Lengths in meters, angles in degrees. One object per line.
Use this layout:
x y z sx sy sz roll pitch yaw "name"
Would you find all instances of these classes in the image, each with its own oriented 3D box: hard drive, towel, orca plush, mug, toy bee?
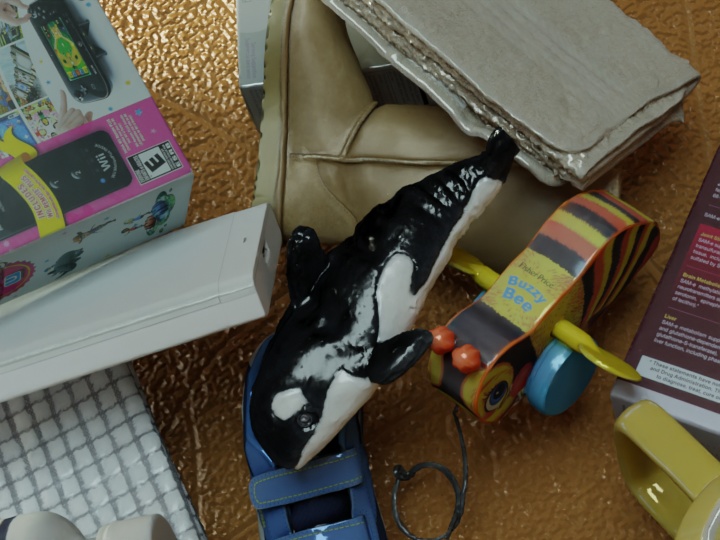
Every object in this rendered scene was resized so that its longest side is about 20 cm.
-0.141 0.023 1.316 0.198 0.026 0.132 -17 18 7 "hard drive"
0.077 -0.130 1.364 0.200 0.035 0.132 42 46 15 "towel"
-0.164 0.149 1.342 0.165 0.086 0.201 -27 62 0 "towel"
0.000 0.000 1.265 0.200 0.071 0.105 -47 25 7 "orca plush"
0.193 0.157 1.218 0.185 0.153 0.150 14 67 19 "mug"
0.081 0.039 1.291 0.130 0.109 0.201 11 74 22 "toy bee"

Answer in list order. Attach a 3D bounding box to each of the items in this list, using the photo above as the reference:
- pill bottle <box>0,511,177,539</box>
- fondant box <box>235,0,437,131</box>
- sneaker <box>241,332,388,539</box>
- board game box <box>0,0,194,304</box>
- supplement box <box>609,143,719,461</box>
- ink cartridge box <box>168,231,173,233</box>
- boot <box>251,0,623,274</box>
-0.182 0.180 1.222 0.198 0.111 0.112 -14 61 7 "pill bottle"
0.028 -0.168 1.476 0.198 0.058 0.145 -8 62 7 "fondant box"
-0.025 0.122 1.324 0.073 0.082 0.201 -15 62 2 "sneaker"
-0.208 -0.059 1.324 0.199 0.064 0.148 -25 73 -18 "board game box"
0.220 0.008 1.341 0.108 0.061 0.201 19 70 21 "supplement box"
-0.228 -0.039 1.450 0.199 0.083 0.147 -29 61 -4 "ink cartridge box"
0.046 -0.084 1.390 0.198 0.066 0.177 5 92 3 "boot"
